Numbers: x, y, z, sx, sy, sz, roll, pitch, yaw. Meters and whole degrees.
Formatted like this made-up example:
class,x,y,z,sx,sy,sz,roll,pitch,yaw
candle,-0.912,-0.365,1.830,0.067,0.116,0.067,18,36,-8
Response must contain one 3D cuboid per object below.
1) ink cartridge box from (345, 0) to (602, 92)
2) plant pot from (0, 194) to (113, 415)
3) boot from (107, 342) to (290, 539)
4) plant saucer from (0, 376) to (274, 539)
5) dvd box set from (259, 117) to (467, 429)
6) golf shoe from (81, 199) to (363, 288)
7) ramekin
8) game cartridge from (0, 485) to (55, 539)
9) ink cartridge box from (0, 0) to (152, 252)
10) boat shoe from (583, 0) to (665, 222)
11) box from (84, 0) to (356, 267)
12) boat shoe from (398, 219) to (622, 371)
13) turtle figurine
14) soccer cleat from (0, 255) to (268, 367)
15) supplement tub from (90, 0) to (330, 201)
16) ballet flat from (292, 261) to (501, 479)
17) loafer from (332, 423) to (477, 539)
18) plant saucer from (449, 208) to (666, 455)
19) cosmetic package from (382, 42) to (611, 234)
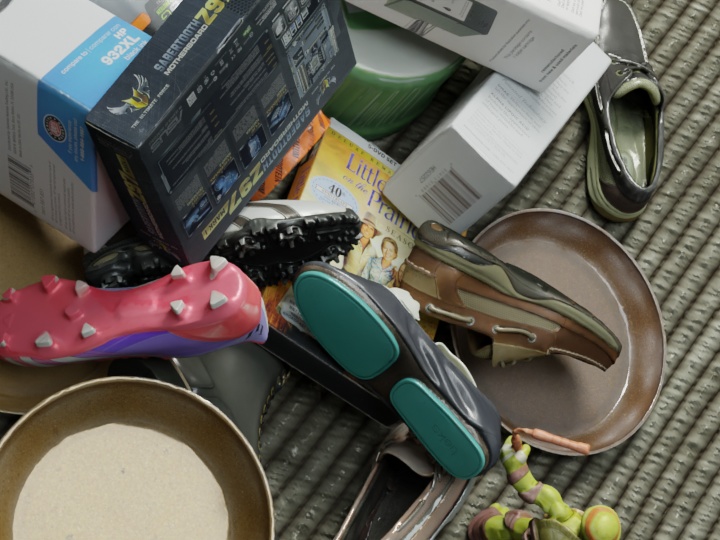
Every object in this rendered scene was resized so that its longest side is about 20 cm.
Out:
class,x,y,z,sx,sy,sz,roll,pitch,yaw
ink cartridge box,0.080,-0.246,1.509,0.199,0.084,0.146,23,54,-16
plant pot,-0.242,0.008,1.426,0.199,0.027,0.201,9,68,-23
boot,-0.078,0.120,1.447,0.138,0.077,0.201,-33,102,-46
plant saucer,-0.158,0.172,1.344,0.199,0.035,0.201,2,80,-10
dvd box set,0.000,0.000,1.516,0.146,0.029,0.200,35,51,-19
golf shoe,-0.100,-0.035,1.427,0.199,0.078,0.095,-9,56,-7
ramekin,-0.001,-0.210,1.575,0.199,0.098,0.201,8,70,-23
game cartridge,-0.194,0.224,1.372,0.200,0.040,0.134,38,57,-10
ink cartridge box,-0.233,-0.127,1.367,0.200,0.145,0.084,31,56,17
boat shoe,0.223,-0.143,1.679,0.072,0.066,0.202,8,70,-23
box,-0.088,-0.120,1.339,0.051,0.158,0.200,29,70,24
boat shoe,0.107,0.033,1.527,0.200,0.076,0.074,28,95,-28
turtle figurine,0.152,0.204,1.471,0.200,0.161,0.064,42,60,-8
soccer cleat,-0.160,0.039,1.368,0.199,0.077,0.067,-11,53,15
supplement tub,-0.125,-0.143,1.479,0.200,0.123,0.123,43,60,-6
ballet flat,0.031,0.062,1.444,0.200,0.073,0.073,48,60,-6
loafer,0.032,0.161,1.472,0.063,0.072,0.200,50,57,-40
plant saucer,0.152,0.051,1.597,0.199,0.032,0.201,8,70,-24
cosmetic package,0.108,-0.115,1.570,0.074,0.102,0.200,44,44,-6
